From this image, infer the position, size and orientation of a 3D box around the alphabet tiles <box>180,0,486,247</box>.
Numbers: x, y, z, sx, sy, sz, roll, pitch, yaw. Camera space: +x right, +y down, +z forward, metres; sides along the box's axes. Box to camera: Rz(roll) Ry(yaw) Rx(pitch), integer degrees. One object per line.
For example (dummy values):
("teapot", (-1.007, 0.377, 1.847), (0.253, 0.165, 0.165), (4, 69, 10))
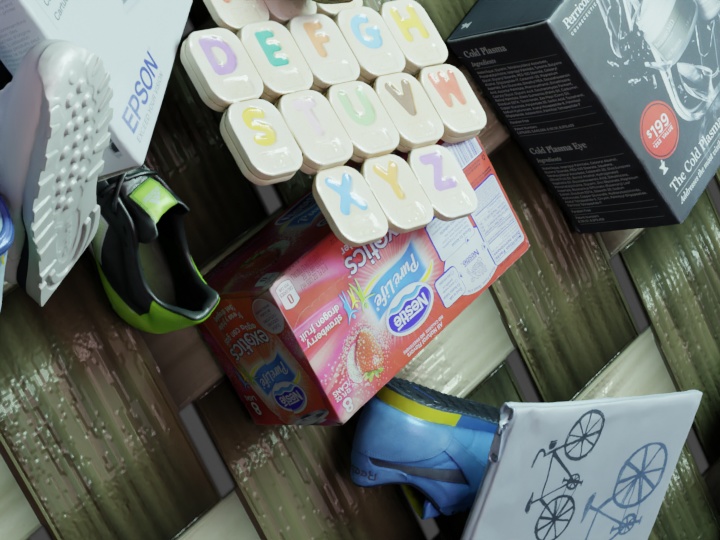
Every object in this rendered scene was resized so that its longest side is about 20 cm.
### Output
("alphabet tiles", (-0.012, -0.109, 1.195), (0.199, 0.015, 0.197), (-15, 70, -43))

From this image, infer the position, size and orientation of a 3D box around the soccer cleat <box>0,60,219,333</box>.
("soccer cleat", (-0.143, -0.053, 1.146), (0.067, 0.081, 0.201), (-42, 113, -33))

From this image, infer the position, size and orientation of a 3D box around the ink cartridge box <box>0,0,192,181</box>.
("ink cartridge box", (-0.162, -0.186, 1.093), (0.200, 0.040, 0.201), (55, 31, -36))

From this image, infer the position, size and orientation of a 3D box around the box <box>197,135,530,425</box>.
("box", (0.000, 0.000, 1.253), (0.200, 0.095, 0.100), (-42, 112, -34))

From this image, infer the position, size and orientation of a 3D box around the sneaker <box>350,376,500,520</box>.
("sneaker", (0.070, 0.128, 1.335), (0.199, 0.066, 0.079), (18, 96, -41))

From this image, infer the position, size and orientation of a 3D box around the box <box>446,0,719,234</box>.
("box", (0.189, -0.161, 1.417), (0.182, 0.104, 0.200), (51, 58, -24))

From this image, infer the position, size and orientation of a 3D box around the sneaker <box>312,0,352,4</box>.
("sneaker", (-0.070, -0.243, 1.203), (0.089, 0.067, 0.201), (-7, 65, -30))

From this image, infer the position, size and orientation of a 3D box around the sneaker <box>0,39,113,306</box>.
("sneaker", (-0.180, -0.056, 1.042), (0.080, 0.200, 0.077), (33, 56, 7))

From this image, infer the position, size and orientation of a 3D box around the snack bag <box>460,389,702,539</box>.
("snack bag", (0.133, 0.166, 1.349), (0.199, 0.021, 0.190), (-1, 117, -42))

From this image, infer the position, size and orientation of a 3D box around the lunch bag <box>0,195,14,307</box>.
("lunch bag", (-0.285, -0.015, 0.980), (0.199, 0.161, 0.083), (-22, 146, -35))
